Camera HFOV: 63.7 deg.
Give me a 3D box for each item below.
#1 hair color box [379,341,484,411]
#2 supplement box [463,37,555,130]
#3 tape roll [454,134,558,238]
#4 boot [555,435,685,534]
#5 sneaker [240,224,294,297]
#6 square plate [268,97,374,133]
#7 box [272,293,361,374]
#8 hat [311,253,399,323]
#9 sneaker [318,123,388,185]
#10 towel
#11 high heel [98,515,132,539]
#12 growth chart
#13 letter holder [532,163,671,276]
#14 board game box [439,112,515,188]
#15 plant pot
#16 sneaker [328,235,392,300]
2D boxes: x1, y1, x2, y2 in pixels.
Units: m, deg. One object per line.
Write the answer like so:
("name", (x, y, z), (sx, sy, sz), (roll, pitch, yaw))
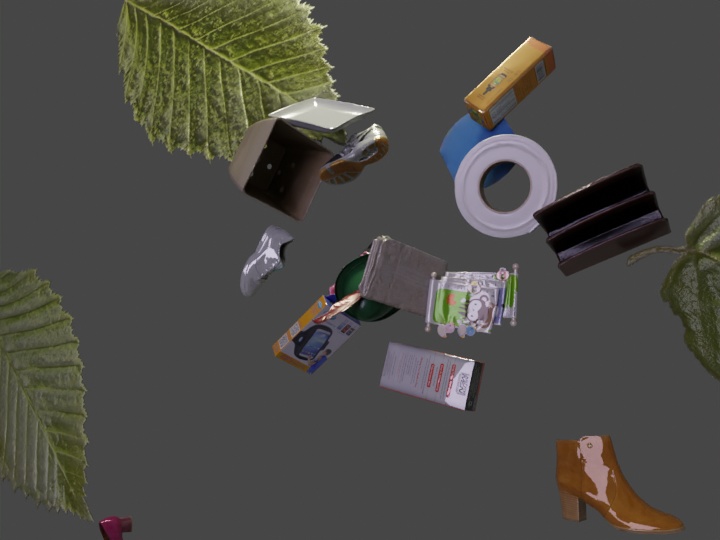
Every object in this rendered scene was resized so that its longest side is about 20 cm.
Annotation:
("hair color box", (0.145, 0.216, 1.193), (0.199, 0.061, 0.103), (9, 82, 35))
("supplement box", (0.317, -0.395, 1.229), (0.200, 0.069, 0.067), (-42, 54, -1))
("tape roll", (0.292, -0.166, 1.158), (0.200, 0.071, 0.205), (3, 98, 19))
("boot", (0.426, 0.352, 0.969), (0.200, 0.071, 0.146), (-6, 76, 36))
("sneaker", (-0.239, -0.014, 1.500), (0.088, 0.075, 0.201), (25, 89, 23))
("square plate", (-0.095, -0.387, 1.451), (0.197, 0.200, 0.029), (18, 125, 27))
("box", (-0.092, 0.143, 1.326), (0.200, 0.119, 0.042), (-44, 38, 16))
("hat", (0.024, 0.078, 1.199), (0.199, 0.166, 0.176), (-27, 24, 7))
("sneaker", (-0.017, -0.288, 1.443), (0.199, 0.076, 0.088), (-26, 48, 20))
("towel", (0.091, 0.016, 1.209), (0.034, 0.199, 0.134), (12, 82, 58))
("high heel", (-0.655, 0.756, 1.525), (0.067, 0.096, 0.202), (-20, 66, 26))
("growth chart", (0.228, 0.064, 1.188), (0.198, 0.018, 0.146), (-4, 81, 19))
("letter holder", (0.433, -0.088, 1.047), (0.199, 0.142, 0.101), (-26, 64, 23))
("board game box", (0.265, -0.257, 1.266), (0.157, 0.039, 0.201), (-34, 54, 21))
("plant pot", (-0.225, -0.272, 1.497), (0.177, 0.199, 0.201), (29, 93, 47))
("sneaker", (0.000, 0.000, 1.326), (0.079, 0.095, 0.201), (41, 99, 36))
